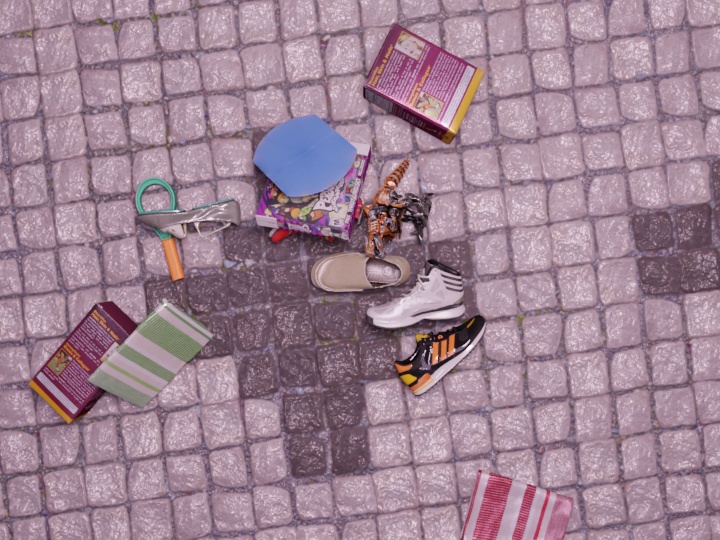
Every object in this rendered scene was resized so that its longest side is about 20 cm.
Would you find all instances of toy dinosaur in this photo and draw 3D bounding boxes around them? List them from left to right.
[{"bbox_3d":[0.066,-0.118,1.307,0.132,0.102,0.206,14,90,5],"label":"toy dinosaur"}]

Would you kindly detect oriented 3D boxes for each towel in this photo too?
[{"bbox_3d":[-0.389,0.159,1.294,0.200,0.153,0.023,-46,50,-2],"label":"towel"},{"bbox_3d":[0.304,0.486,1.339,0.194,0.023,0.148,17,89,1],"label":"towel"}]

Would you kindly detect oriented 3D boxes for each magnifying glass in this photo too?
[{"bbox_3d":[-0.383,-0.081,1.346,0.077,0.022,0.206,-17,90,0],"label":"magnifying glass"}]

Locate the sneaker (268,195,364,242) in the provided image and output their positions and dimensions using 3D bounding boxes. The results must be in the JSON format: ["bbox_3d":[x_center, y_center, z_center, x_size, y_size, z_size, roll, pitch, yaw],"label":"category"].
[{"bbox_3d":[-0.081,-0.091,1.320,0.195,0.077,0.087,-24,95,0],"label":"sneaker"}]

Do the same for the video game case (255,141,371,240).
[{"bbox_3d":[-0.084,-0.160,1.283,0.175,0.036,0.205,10,61,10],"label":"video game case"}]

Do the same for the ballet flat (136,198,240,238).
[{"bbox_3d":[-0.324,-0.092,1.312,0.194,0.067,0.066,-10,94,-12],"label":"ballet flat"}]

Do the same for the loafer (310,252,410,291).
[{"bbox_3d":[0.000,0.000,1.320,0.193,0.068,0.078,-5,89,0],"label":"loafer"}]

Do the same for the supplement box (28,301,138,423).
[{"bbox_3d":[-0.512,0.171,1.312,0.110,0.086,0.201,42,90,0],"label":"supplement box"}]

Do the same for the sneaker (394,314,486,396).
[{"bbox_3d":[0.151,0.143,1.317,0.200,0.070,0.090,-44,93,2],"label":"sneaker"}]

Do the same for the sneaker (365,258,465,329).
[{"bbox_3d":[0.101,0.037,1.301,0.194,0.076,0.119,-9,111,-9],"label":"sneaker"}]

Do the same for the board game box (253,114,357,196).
[{"bbox_3d":[-0.101,-0.199,1.264,0.157,0.039,0.200,-37,56,-15],"label":"board game box"}]

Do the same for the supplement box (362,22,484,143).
[{"bbox_3d":[0.117,-0.350,1.306,0.196,0.103,0.134,28,90,0],"label":"supplement box"}]
